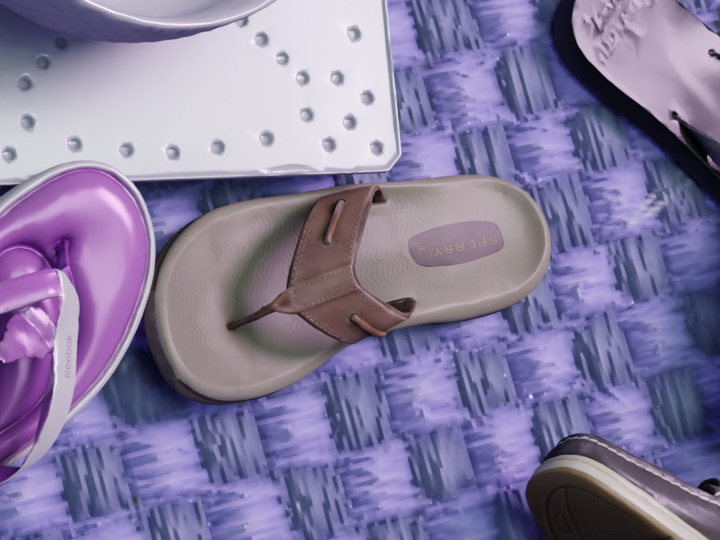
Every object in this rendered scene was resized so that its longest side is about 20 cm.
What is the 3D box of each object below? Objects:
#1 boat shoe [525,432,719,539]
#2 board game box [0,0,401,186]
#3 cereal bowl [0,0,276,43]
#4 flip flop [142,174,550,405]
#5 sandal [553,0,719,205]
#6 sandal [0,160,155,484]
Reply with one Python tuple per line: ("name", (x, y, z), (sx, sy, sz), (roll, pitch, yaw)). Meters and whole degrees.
("boat shoe", (0.156, 0.121, 1.276), (0.201, 0.072, 0.066), (36, 59, -21))
("board game box", (-0.088, -0.134, 1.219), (0.200, 0.026, 0.200), (-3, 82, -22))
("cereal bowl", (-0.105, -0.180, 1.148), (0.200, 0.083, 0.200), (9, 75, -36))
("flip flop", (0.000, 0.000, 1.228), (0.200, 0.058, 0.081), (-12, 84, -29))
("sandal", (0.176, -0.067, 1.343), (0.200, 0.043, 0.076), (30, 66, -18))
("sandal", (-0.143, 0.044, 1.138), (0.082, 0.050, 0.203), (46, 70, -21))
